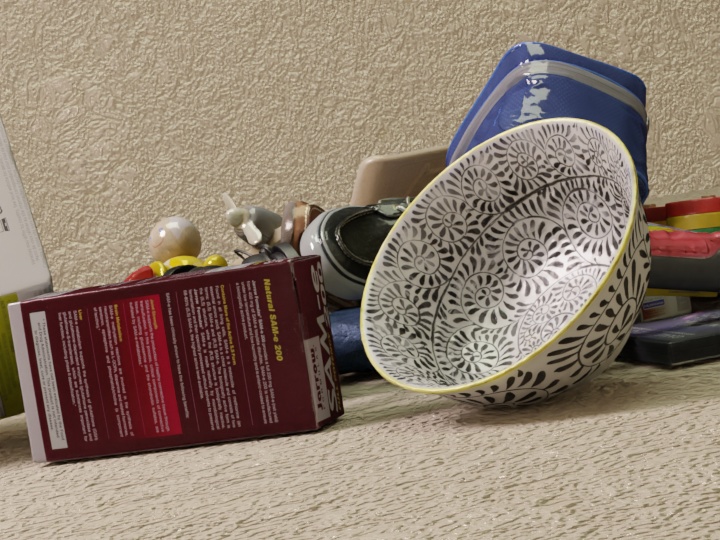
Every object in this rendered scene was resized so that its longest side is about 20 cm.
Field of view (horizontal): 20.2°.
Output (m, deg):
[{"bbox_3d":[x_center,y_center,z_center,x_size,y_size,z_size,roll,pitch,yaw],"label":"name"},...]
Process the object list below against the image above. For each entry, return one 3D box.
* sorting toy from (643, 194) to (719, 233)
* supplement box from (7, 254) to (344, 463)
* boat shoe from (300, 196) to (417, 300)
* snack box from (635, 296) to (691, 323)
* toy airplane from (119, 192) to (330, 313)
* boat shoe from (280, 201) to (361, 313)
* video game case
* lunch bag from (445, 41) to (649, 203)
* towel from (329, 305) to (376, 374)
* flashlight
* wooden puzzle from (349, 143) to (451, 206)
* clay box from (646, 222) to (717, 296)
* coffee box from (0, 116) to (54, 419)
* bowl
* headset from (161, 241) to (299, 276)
[{"bbox_3d":[0.302,-0.027,1.665,0.199,0.070,0.199,-5,-1,-29],"label":"sorting toy"},{"bbox_3d":[-0.118,0.057,1.296,0.199,0.109,0.061,-8,3,18],"label":"supplement box"},{"bbox_3d":[0.030,-0.030,1.524,0.071,0.072,0.200,-33,-10,32],"label":"boat shoe"},{"bbox_3d":[0.160,0.034,1.605,0.200,0.024,0.072,-6,3,42],"label":"snack box"},{"bbox_3d":[-0.125,0.017,1.682,0.200,0.141,0.199,-24,-15,-8],"label":"toy airplane"},{"bbox_3d":[0.000,0.000,1.589,0.072,0.076,0.200,-9,-28,22],"label":"boat shoe"},{"bbox_3d":[0.271,0.034,1.347,0.199,0.019,0.143,-11,3,-13],"label":"video game case"},{"bbox_3d":[0.148,-0.081,1.648,0.136,0.133,0.200,20,-42,-12],"label":"lunch bag"},{"bbox_3d":[0.070,0.044,1.504,0.199,0.049,0.112,-8,4,15],"label":"towel"},{"bbox_3d":[0.216,-0.019,1.342,0.199,0.068,0.068,5,34,-23],"label":"flashlight"},{"bbox_3d":[0.059,-0.036,1.815,0.200,0.186,0.046,-10,35,-37],"label":"wooden puzzle"},{"bbox_3d":[0.173,-0.014,1.471,0.115,0.048,0.200,1,9,-31],"label":"clay box"},{"bbox_3d":[-0.333,-0.005,1.446,0.197,0.200,0.200,-16,-24,-11],"label":"coffee box"},{"bbox_3d":[0.106,0.014,1.225,0.200,0.201,0.094,-6,-39,45],"label":"bowl"},{"bbox_3d":[-0.080,0.034,1.422,0.123,0.094,0.200,-12,20,13],"label":"headset"}]
